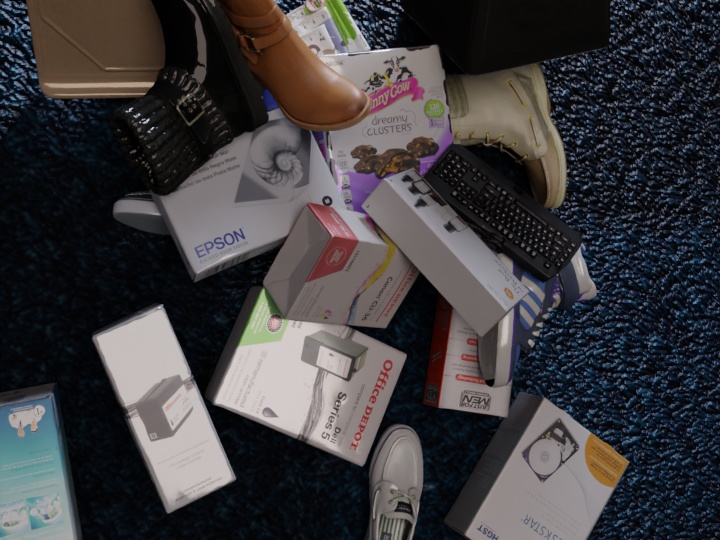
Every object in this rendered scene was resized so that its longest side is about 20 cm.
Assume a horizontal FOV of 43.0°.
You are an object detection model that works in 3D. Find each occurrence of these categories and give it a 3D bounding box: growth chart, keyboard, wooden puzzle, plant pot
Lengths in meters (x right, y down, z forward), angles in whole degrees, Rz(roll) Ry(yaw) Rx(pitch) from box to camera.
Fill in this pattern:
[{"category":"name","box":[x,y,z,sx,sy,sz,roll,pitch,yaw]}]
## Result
[{"category":"growth chart","box":[-0.075,-0.253,1.134,0.200,0.018,0.145,-41,101,-13]},{"category":"keyboard","box":[0.162,-0.064,1.079,0.199,0.040,0.104,37,76,9]},{"category":"wooden puzzle","box":[-0.272,-0.288,1.011,0.182,0.037,0.202,-3,130,-12]},{"category":"plant pot","box":[0.178,-0.374,1.088,0.197,0.201,0.179,-15,132,-17]}]

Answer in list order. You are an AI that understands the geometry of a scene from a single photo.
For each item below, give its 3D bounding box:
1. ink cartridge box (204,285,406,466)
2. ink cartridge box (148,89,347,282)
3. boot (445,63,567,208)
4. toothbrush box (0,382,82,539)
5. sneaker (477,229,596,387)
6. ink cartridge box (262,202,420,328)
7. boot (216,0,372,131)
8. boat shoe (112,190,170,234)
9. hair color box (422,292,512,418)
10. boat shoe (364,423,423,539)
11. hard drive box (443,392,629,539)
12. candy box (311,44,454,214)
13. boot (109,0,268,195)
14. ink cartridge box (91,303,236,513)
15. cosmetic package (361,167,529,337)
[{"category":"ink cartridge box","box":[-0.064,0.125,1.090,0.198,0.084,0.147,25,81,-15]},{"category":"ink cartridge box","box":[-0.141,-0.116,1.034,0.198,0.041,0.202,-25,82,-22]},{"category":"boot","box":[0.178,-0.167,1.183,0.153,0.072,0.203,-13,87,-18]},{"category":"toothbrush box","box":[-0.348,0.231,0.967,0.084,0.146,0.203,-10,93,-17]},{"category":"sneaker","box":[0.226,0.046,1.121,0.144,0.081,0.203,6,79,-11]},{"category":"ink cartridge box","box":[0.000,0.000,1.063,0.198,0.068,0.117,7,123,-44]},{"category":"boot","box":[-0.082,-0.241,0.987,0.199,0.155,0.074,26,64,28]},{"category":"boat shoe","box":[-0.188,-0.093,1.073,0.197,0.071,0.092,3,75,-17]},{"category":"hair color box","box":[0.147,0.079,1.171,0.100,0.061,0.203,11,84,-17]},{"category":"boat shoe","box":[0.047,0.294,1.130,0.073,0.067,0.203,8,86,-17]},{"category":"hard drive box","box":[0.228,0.287,1.183,0.155,0.077,0.201,35,79,-13]},{"category":"candy box","box":[0.025,-0.166,1.125,0.166,0.071,0.203,-10,96,-19]},{"category":"boot","box":[-0.202,-0.202,0.951,0.157,0.079,0.213,-35,108,-23]},{"category":"ink cartridge box","box":[-0.221,0.146,1.009,0.083,0.145,0.202,-23,95,-16]},{"category":"cosmetic package","box":[0.097,-0.025,1.035,0.200,0.051,0.082,48,33,8]}]
